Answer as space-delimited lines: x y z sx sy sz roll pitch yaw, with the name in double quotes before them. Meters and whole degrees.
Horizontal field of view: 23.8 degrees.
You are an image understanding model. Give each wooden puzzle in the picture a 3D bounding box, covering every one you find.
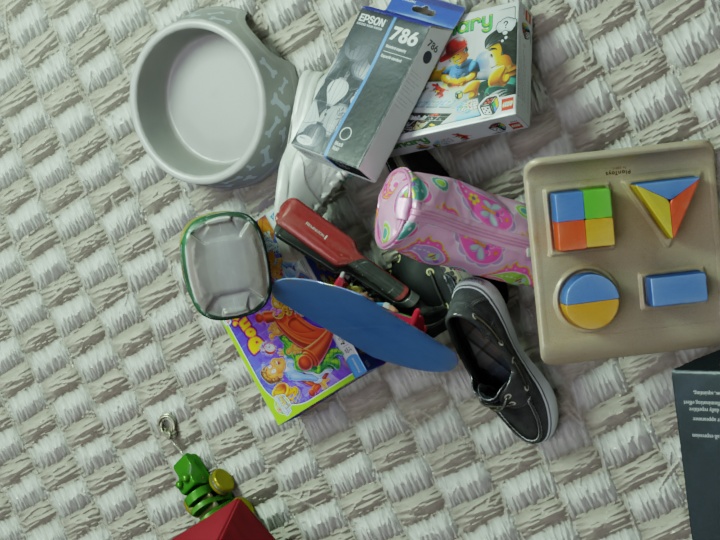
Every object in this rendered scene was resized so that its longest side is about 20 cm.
"wooden puzzle" 0.254 -0.014 1.612 0.183 0.046 0.202 -6 99 -3

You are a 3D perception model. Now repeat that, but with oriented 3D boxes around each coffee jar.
"coffee jar" -0.140 -0.008 1.740 0.084 0.200 0.105 -11 93 -6

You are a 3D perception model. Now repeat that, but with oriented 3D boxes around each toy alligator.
"toy alligator" -0.182 0.250 1.936 0.059 0.054 0.201 -43 78 27

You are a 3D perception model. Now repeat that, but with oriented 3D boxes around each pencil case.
"pencil case" 0.112 -0.038 1.652 0.198 0.088 0.088 16 113 -21

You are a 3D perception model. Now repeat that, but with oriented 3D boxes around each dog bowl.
"dog bowl" -0.163 -0.183 1.845 0.198 0.059 0.202 6 103 28

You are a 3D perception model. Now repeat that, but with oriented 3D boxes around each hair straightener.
"hair straightener" 0.000 0.000 1.722 0.199 0.077 0.041 30 70 3

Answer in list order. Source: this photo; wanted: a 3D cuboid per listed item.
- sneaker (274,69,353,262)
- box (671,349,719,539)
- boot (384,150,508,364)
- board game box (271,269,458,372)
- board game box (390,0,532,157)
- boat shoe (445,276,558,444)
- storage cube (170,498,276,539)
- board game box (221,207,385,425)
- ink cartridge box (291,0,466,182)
"sneaker" -0.036 -0.104 1.769 0.088 0.075 0.202 10 88 7
"box" 0.385 0.178 1.569 0.148 0.107 0.202 -1 99 44
"boot" 0.045 -0.017 1.757 0.153 0.073 0.205 -35 81 32
"board game box" 0.012 0.039 1.682 0.158 0.199 0.039 -6 57 58
"board game box" 0.075 -0.185 1.698 0.198 0.035 0.128 -11 63 29
"boat shoe" 0.136 0.103 1.693 0.069 0.066 0.201 -3 124 33
"storage cube" -0.158 0.391 1.851 0.199 0.180 0.171 -35 106 28
"board game box" -0.079 0.047 1.849 0.134 0.045 0.201 -33 83 29
"ink cartridge box" 0.017 -0.193 1.693 0.099 0.039 0.201 21 80 40
